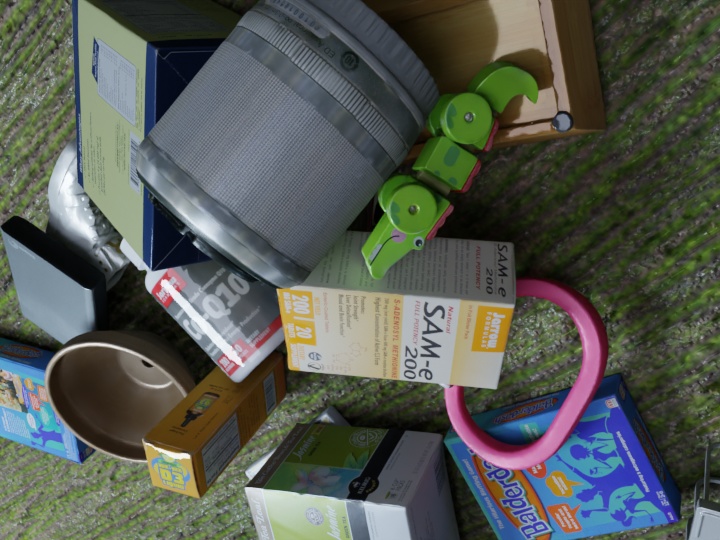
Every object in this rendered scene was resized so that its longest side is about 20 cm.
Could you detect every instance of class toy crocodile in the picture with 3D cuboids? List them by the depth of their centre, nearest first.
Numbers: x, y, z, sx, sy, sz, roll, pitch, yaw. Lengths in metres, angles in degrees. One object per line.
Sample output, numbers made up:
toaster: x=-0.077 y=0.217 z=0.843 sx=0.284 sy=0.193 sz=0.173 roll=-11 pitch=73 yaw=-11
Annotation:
toy crocodile: x=0.065 y=-0.079 z=0.598 sx=0.062 sy=0.068 sz=0.201 roll=31 pitch=95 yaw=-13

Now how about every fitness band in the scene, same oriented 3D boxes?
fitness band: x=0.157 y=0.101 z=0.747 sx=0.143 sy=0.037 sz=0.201 roll=33 pitch=113 yaw=25

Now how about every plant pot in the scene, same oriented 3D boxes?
plant pot: x=-0.287 y=0.142 z=0.961 sx=0.199 sy=0.093 sz=0.202 roll=6 pitch=125 yaw=9

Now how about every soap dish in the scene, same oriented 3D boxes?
soap dish: x=0.097 y=-0.177 z=0.650 sx=0.199 sy=0.081 sz=0.158 roll=-6 pitch=110 yaw=26

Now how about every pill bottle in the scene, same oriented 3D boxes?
pill bottle: x=-0.166 y=0.016 z=0.845 sx=0.200 sy=0.114 sz=0.114 roll=46 pitch=124 yaw=-1

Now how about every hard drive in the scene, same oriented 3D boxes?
hard drive: x=-0.382 y=0.031 z=0.962 sx=0.139 sy=0.033 sz=0.200 roll=33 pitch=144 yaw=8

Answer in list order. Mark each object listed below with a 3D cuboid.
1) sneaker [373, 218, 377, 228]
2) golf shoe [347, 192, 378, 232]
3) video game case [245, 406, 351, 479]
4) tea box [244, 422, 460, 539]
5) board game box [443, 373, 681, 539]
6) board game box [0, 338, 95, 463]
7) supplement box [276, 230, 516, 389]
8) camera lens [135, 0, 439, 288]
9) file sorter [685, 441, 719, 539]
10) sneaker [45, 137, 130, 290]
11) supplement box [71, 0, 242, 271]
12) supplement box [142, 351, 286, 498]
sneaker: x=0.000 y=0.000 z=0.798 sx=0.090 sy=0.078 sz=0.201 roll=-27 pitch=97 yaw=52
golf shoe: x=-0.020 y=-0.115 z=0.727 sx=0.077 sy=0.088 sz=0.202 roll=-4 pitch=78 yaw=41
video game case: x=-0.029 y=0.290 z=0.963 sx=0.200 sy=0.023 sz=0.182 roll=48 pitch=123 yaw=-2
tea box: x=0.000 y=0.298 z=0.860 sx=0.195 sy=0.134 sz=0.201 roll=-1 pitch=113 yaw=24
board game box: x=0.209 y=0.208 z=0.798 sx=0.199 sy=0.045 sz=0.153 roll=-24 pitch=101 yaw=33
board game box: x=-0.485 y=0.185 z=1.108 sx=0.199 sy=0.045 sz=0.153 roll=12 pitch=118 yaw=20
supplement box: x=0.032 y=0.035 z=0.678 sx=0.198 sy=0.074 sz=0.127 roll=4 pitch=138 yaw=5
camera lens: x=-0.057 y=-0.100 z=0.573 sx=0.160 sy=0.160 sz=0.200 roll=40 pitch=91 yaw=3
file sorter: x=0.373 y=0.281 z=0.706 sx=0.138 sy=0.125 sz=0.201 roll=10 pitch=117 yaw=22
sneaker: x=-0.313 y=-0.061 z=0.910 sx=0.115 sy=0.074 sz=0.201 roll=34 pitch=133 yaw=6
supplement box: x=-0.174 y=-0.141 z=0.716 sx=0.200 sy=0.134 sz=0.201 roll=39 pitch=130 yaw=42
supplement box: x=-0.158 y=0.165 z=0.859 sx=0.066 sy=0.200 sz=0.069 roll=9 pitch=116 yaw=21
